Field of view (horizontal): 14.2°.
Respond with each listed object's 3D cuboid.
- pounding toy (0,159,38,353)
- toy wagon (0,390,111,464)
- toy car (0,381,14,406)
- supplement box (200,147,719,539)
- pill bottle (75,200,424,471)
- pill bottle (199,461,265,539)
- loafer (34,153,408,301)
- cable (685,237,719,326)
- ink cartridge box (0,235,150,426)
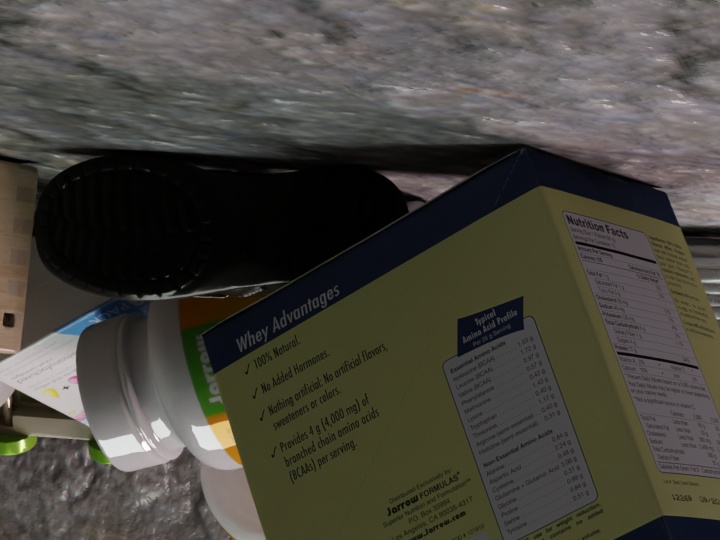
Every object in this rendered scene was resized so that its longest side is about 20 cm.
[{"bbox_3d":[-0.278,0.003,1.497,0.184,0.142,0.200,10,174,-43],"label":"pounding toy"},{"bbox_3d":[-0.215,0.042,1.815,0.200,0.155,0.040,4,-152,14],"label":"toy wagon"},{"bbox_3d":[-0.271,0.052,1.688,0.200,0.184,0.177,-36,148,5],"label":"toy car"},{"bbox_3d":[0.065,0.083,1.336,0.200,0.200,0.134,-30,157,27],"label":"supplement box"},{"bbox_3d":[-0.044,0.042,1.533,0.200,0.111,0.111,-17,169,15],"label":"pill bottle"},{"bbox_3d":[-0.017,0.142,1.724,0.116,0.117,0.200,4,158,16],"label":"pill bottle"},{"bbox_3d":[-0.066,-0.014,1.445,0.200,0.073,0.071,4,173,18],"label":"loafer"},{"bbox_3d":[0.225,0.025,1.601,0.200,0.069,0.200,5,175,3],"label":"cable"},{"bbox_3d":[-0.121,0.038,1.671,0.115,0.068,0.200,-27,149,19],"label":"ink cartridge box"}]
